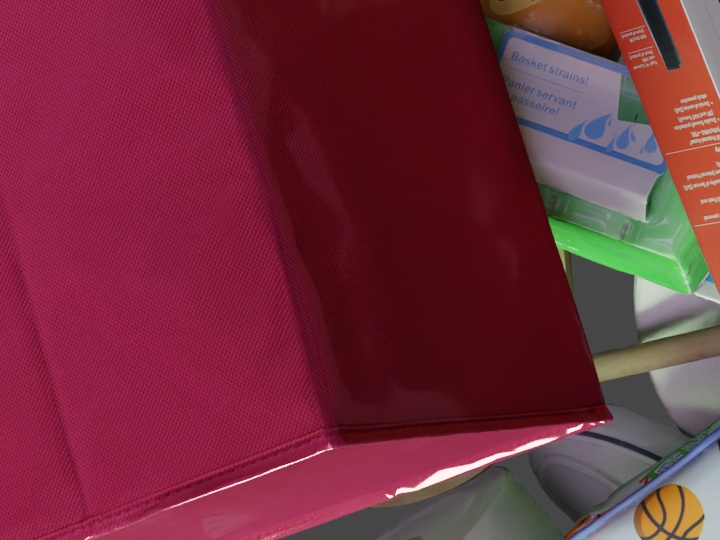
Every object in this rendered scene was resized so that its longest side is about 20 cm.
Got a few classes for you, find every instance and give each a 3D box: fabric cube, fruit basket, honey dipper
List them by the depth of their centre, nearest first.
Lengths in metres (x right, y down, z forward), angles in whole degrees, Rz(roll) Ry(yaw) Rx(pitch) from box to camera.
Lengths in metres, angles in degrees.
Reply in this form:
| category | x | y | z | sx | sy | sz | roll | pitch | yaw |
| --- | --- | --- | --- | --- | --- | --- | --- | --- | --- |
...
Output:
| category | x | y | z | sx | sy | sz | roll | pitch | yaw |
| --- | --- | --- | --- | --- | --- | --- | --- | --- | --- |
| fabric cube | -0.063 | -0.009 | 0.857 | 0.200 | 0.196 | 0.200 | -22 | 79 | 28 |
| fruit basket | 0.108 | -0.103 | 0.948 | 0.185 | 0.094 | 0.200 | 21 | 88 | 16 |
| honey dipper | 0.110 | 0.034 | 1.006 | 0.200 | 0.038 | 0.038 | -18 | 103 | 46 |

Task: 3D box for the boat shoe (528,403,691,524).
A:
| category | x | y | z | sx | sy | sz | roll | pitch | yaw |
| --- | --- | --- | --- | --- | --- | --- | --- | --- | --- |
| boat shoe | 0.140 | 0.128 | 1.023 | 0.200 | 0.066 | 0.072 | 36 | 147 | 22 |

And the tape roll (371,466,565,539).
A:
| category | x | y | z | sx | sy | sz | roll | pitch | yaw |
| --- | --- | --- | --- | --- | --- | --- | --- | --- | --- |
| tape roll | 0.005 | 0.171 | 1.038 | 0.202 | 0.202 | 0.071 | -37 | 94 | 26 |

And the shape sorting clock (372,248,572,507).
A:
| category | x | y | z | sx | sy | sz | roll | pitch | yaw |
| --- | --- | --- | --- | --- | --- | --- | --- | --- | --- |
| shape sorting clock | 0.000 | 0.000 | 1.054 | 0.200 | 0.039 | 0.201 | 7 | 103 | 31 |

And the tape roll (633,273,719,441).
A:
| category | x | y | z | sx | sy | sz | roll | pitch | yaw |
| --- | --- | --- | --- | --- | --- | --- | --- | --- | --- |
| tape roll | 0.211 | 0.012 | 1.005 | 0.202 | 0.037 | 0.203 | 6 | 109 | 17 |

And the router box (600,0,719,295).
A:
| category | x | y | z | sx | sy | sz | roll | pitch | yaw |
| --- | --- | --- | --- | --- | --- | --- | --- | --- | --- |
| router box | 0.181 | -0.111 | 0.887 | 0.049 | 0.200 | 0.180 | -8 | 105 | 64 |

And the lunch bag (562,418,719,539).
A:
| category | x | y | z | sx | sy | sz | roll | pitch | yaw |
| --- | --- | --- | --- | --- | --- | --- | --- | --- | --- |
| lunch bag | 0.172 | 0.127 | 0.938 | 0.200 | 0.076 | 0.160 | -35 | 81 | 4 |
